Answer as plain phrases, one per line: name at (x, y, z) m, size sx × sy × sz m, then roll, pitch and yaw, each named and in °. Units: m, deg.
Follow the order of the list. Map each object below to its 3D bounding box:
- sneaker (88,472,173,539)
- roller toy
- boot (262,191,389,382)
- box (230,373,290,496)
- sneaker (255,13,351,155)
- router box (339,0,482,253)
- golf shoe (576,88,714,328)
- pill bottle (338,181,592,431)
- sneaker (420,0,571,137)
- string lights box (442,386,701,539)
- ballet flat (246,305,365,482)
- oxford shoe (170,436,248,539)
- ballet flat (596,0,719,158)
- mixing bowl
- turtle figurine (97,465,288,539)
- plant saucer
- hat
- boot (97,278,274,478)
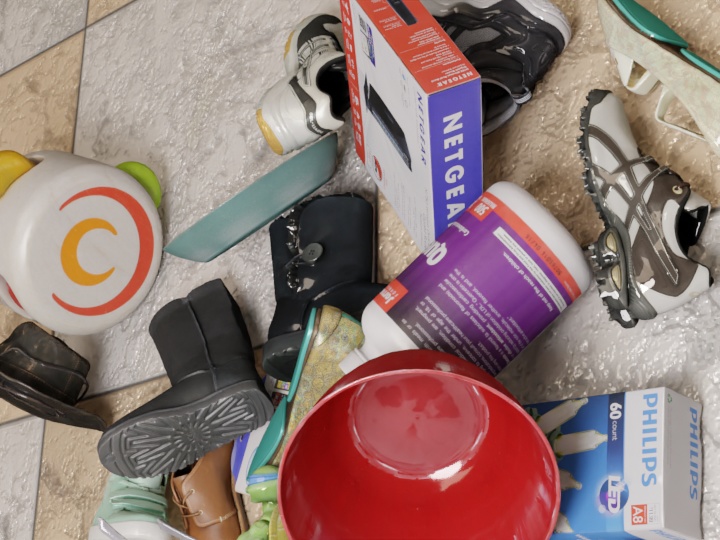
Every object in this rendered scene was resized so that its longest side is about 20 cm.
sneaker at (-0.212, 0.209, 1.340) m, size 0.200 × 0.073 × 0.119 m, roll 159°, pitch 128°, yaw -68°
roller toy at (-0.319, -0.032, 1.501) m, size 0.139 × 0.199 × 0.184 m, roll 18°, pitch 104°, yaw 47°
boot at (0.000, 0.000, 1.256) m, size 0.199 × 0.076 × 0.169 m, roll -16°, pitch 53°, yaw 26°
box at (-0.037, 0.158, 1.256) m, size 0.199 × 0.041 × 0.120 m, roll 7°, pitch 78°, yaw 48°
sneaker at (-0.030, -0.184, 1.346) m, size 0.087 × 0.076 × 0.201 m, roll -16°, pitch 36°, yaw 27°
router box at (0.044, -0.131, 1.197) m, size 0.048 × 0.201 × 0.180 m, roll -20°, pitch 47°, yaw -13°
golf shoe at (0.221, -0.056, 1.083) m, size 0.094 × 0.078 × 0.202 m, roll -15°, pitch 64°, yaw 20°
pill bottle at (0.080, 0.033, 1.107) m, size 0.200 × 0.113 × 0.112 m, roll -43°, pitch 46°, yaw -2°
sneaker at (0.082, -0.179, 1.235) m, size 0.199 × 0.076 × 0.114 m, roll 1°, pitch 54°, yaw 41°
string lights box at (0.155, 0.153, 1.055) m, size 0.199 × 0.059 × 0.104 m, roll -13°, pitch 63°, yaw 40°
ballet flat at (-0.040, 0.120, 1.195) m, size 0.071 × 0.070 × 0.201 m, roll 55°, pitch 133°, yaw 42°
oxford shoe at (-0.149, 0.225, 1.314) m, size 0.071 × 0.071 × 0.202 m, roll -23°, pitch 60°, yaw 34°
ballet flat at (0.238, -0.154, 1.103) m, size 0.063 × 0.067 × 0.200 m, roll -59°, pitch 43°, yaw 21°
mixing bowl at (0.043, 0.134, 1.018) m, size 0.200 × 0.200 × 0.109 m, roll -45°, pitch 16°, yaw 21°
turtle figurine at (-0.101, 0.274, 1.170) m, size 0.144 × 0.198 × 0.196 m, roll 126°, pitch 128°, yaw -70°
plant saucer at (-0.096, -0.061, 1.332) m, size 0.199 × 0.200 × 0.036 m, roll -33°, pitch 92°, yaw 30°
hat at (-0.346, 0.100, 1.484) m, size 0.200 × 0.200 × 0.082 m, roll 5°, pitch 68°, yaw 45°
boot at (-0.177, 0.096, 1.323) m, size 0.163 × 0.066 × 0.200 m, roll -17°, pitch 35°, yaw -8°
